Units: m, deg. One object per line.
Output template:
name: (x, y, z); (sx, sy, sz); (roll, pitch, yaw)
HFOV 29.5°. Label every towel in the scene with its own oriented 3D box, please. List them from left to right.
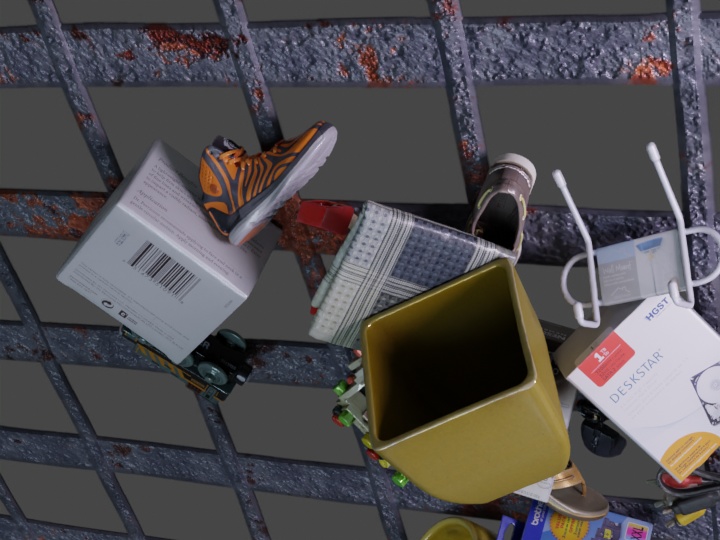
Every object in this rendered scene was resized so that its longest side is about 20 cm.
towel: (0.055, 0.023, 1.568); (0.191, 0.035, 0.201); (17, 124, -14)

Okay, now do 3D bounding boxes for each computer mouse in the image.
computer mouse: (0.292, 0.199, 1.692); (0.058, 0.034, 0.200); (31, 171, 25)

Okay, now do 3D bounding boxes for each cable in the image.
cable: (0.462, 0.270, 1.757); (0.199, 0.050, 0.098); (-22, 103, 24)

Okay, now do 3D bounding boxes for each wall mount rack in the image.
wall mount rack: (0.288, -0.034, 1.486); (0.199, 0.175, 0.074); (-14, 164, 34)

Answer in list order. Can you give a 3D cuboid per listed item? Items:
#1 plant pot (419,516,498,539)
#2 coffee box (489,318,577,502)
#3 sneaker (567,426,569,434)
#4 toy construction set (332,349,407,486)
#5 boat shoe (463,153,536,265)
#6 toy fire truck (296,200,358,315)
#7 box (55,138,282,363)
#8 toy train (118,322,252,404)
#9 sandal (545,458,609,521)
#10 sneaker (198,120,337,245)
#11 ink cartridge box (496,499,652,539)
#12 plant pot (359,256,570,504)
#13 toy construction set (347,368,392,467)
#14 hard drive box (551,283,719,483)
plant pot: (0.181, 0.482, 1.978); (0.188, 0.202, 0.201); (26, 139, -23)
coffee box: (0.203, 0.164, 1.667); (0.112, 0.080, 0.202); (15, 106, 11)
sneaker: (0.162, 0.173, 1.774); (0.199, 0.073, 0.115); (-13, 119, 25)
toy construction set: (0.035, 0.184, 1.692); (0.201, 0.092, 0.131); (59, 159, -2)
boat shoe: (0.153, -0.042, 1.569); (0.071, 0.060, 0.201); (19, 137, 6)
toy fire truck: (0.000, 0.000, 1.652); (0.199, 0.142, 0.049); (14, -179, -44)
box: (-0.241, -0.021, 1.721); (0.198, 0.131, 0.200); (37, 137, -12)
toy train: (-0.244, 0.107, 1.888); (0.199, 0.086, 0.114); (31, 146, -5)
sandal: (0.252, 0.266, 1.821); (0.199, 0.080, 0.054); (35, 115, -4)
sneaker: (-0.122, -0.128, 1.603); (0.200, 0.077, 0.112); (-43, 84, 25)
ink cartridge box: (0.283, 0.388, 1.858); (0.198, 0.137, 0.077); (13, 153, 14)
plant pot: (0.134, 0.147, 1.532); (0.193, 0.196, 0.200); (-24, 130, 16)
toy construction set: (0.053, 0.161, 1.788); (0.131, 0.092, 0.200); (50, 129, 9)
hard drive box: (0.346, 0.118, 1.571); (0.200, 0.077, 0.156); (41, 100, -16)
